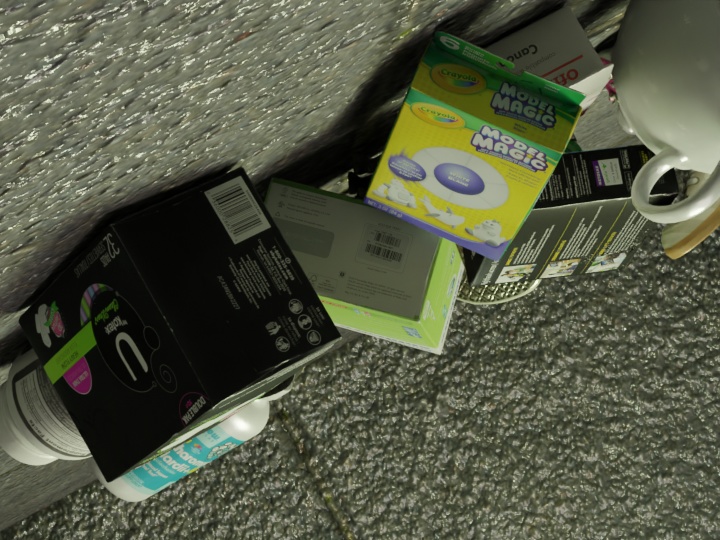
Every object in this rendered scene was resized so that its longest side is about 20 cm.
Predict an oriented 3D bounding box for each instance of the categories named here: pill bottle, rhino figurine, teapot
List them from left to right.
[{"bbox_3d":[-0.226,0.093,1.443,0.200,0.111,0.111,-31,175,40],"label":"pill bottle"},{"bbox_3d":[-0.166,0.133,1.666,0.200,0.111,0.111,-31,174,17],"label":"pill bottle"},{"bbox_3d":[0.038,-0.077,1.413,0.087,0.060,0.200,-6,175,-4],"label":"rhino figurine"},{"bbox_3d":[0.265,-0.147,1.360,0.146,0.198,0.200,-32,170,33],"label":"teapot"}]

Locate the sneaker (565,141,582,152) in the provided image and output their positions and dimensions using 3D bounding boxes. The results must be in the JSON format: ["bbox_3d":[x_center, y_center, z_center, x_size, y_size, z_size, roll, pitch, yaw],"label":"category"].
[{"bbox_3d":[0.166,-0.067,1.621,0.083,0.074,0.200,-22,171,-13],"label":"sneaker"}]

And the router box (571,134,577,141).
[{"bbox_3d":[0.095,-0.092,1.694,0.200,0.052,0.157,-32,173,28],"label":"router box"}]

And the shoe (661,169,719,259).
[{"bbox_3d":[0.302,-0.092,1.449,0.200,0.053,0.070,-51,-178,-22],"label":"shoe"}]

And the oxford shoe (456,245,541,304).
[{"bbox_3d":[0.091,-0.006,1.654,0.200,0.075,0.058,-5,-168,37],"label":"oxford shoe"}]

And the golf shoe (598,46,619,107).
[{"bbox_3d":[0.281,-0.189,1.544,0.091,0.075,0.200,-40,-158,-10],"label":"golf shoe"}]

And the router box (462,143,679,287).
[{"bbox_3d":[0.176,-0.045,1.488,0.149,0.051,0.200,-7,162,-8],"label":"router box"}]

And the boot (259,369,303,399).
[{"bbox_3d":[-0.112,0.075,1.579,0.200,0.078,0.138,-10,-160,30],"label":"boot"}]

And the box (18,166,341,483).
[{"bbox_3d":[-0.137,0.043,1.259,0.124,0.149,0.200,-26,174,-37],"label":"box"}]

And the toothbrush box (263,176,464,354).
[{"bbox_3d":[0.000,0.000,1.412,0.145,0.086,0.200,15,171,10],"label":"toothbrush box"}]

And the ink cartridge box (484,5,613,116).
[{"bbox_3d":[0.122,-0.140,1.342,0.116,0.068,0.200,-29,176,-3],"label":"ink cartridge box"}]

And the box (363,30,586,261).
[{"bbox_3d":[0.079,-0.087,1.222,0.200,0.117,0.048,113,1,-61],"label":"box"}]
